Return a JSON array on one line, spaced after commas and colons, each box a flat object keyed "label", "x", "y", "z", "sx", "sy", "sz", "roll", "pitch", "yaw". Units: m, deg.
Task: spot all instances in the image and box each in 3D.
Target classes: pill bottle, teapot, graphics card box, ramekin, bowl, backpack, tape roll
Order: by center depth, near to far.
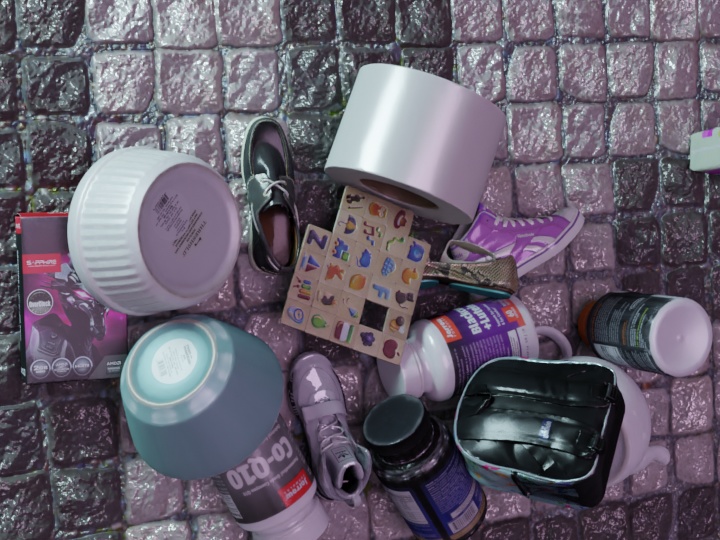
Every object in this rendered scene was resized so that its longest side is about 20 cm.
[{"label": "bowl", "x": -0.200, "y": 0.132, "z": 1.447, "sx": 0.201, "sy": 0.200, "sz": 0.105, "roll": -50, "pitch": 145, "yaw": -14}, {"label": "ramekin", "x": -0.231, "y": -0.045, "z": 1.451, "sx": 0.199, "sy": 0.105, "sz": 0.202, "roll": -2, "pitch": 93, "yaw": -48}, {"label": "graphics card box", "x": -0.343, "y": 0.031, "z": 1.475, "sx": 0.125, "sy": 0.051, "sz": 0.201, "roll": -2, "pitch": 94, "yaw": -24}, {"label": "pill bottle", "x": -0.124, "y": 0.250, "z": 1.543, "sx": 0.114, "sy": 0.114, "sz": 0.201, "roll": -32, "pitch": 104, "yaw": -19}, {"label": "backpack", "x": 0.223, "y": 0.202, "z": 1.563, "sx": 0.151, "sy": 0.199, "sz": 0.178, "roll": 67, "pitch": 37, "yaw": -52}, {"label": "tape roll", "x": 0.069, "y": -0.157, "z": 1.563, "sx": 0.202, "sy": 0.202, "sz": 0.140, "roll": 21, "pitch": 84, "yaw": -23}, {"label": "pill bottle", "x": 0.081, "y": 0.258, "z": 1.605, "sx": 0.112, "sy": 0.112, "sz": 0.201, "roll": -40, "pitch": 126, "yaw": -17}, {"label": "pill bottle", "x": 0.127, "y": 0.108, "z": 1.647, "sx": 0.199, "sy": 0.111, "sz": 0.112, "roll": -17, "pitch": 99, "yaw": -22}, {"label": "pill bottle", "x": 0.382, "y": 0.083, "z": 1.707, "sx": 0.106, "sy": 0.200, "sz": 0.107, "roll": -1, "pitch": 94, "yaw": -23}, {"label": "teapot", "x": 0.317, "y": 0.191, "z": 1.715, "sx": 0.146, "sy": 0.196, "sz": 0.201, "roll": -40, "pitch": 131, "yaw": -49}]

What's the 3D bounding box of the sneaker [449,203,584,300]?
[{"label": "sneaker", "x": 0.212, "y": -0.058, "z": 1.700, "sx": 0.200, "sy": 0.073, "sz": 0.115, "roll": -33, "pitch": 101, "yaw": -19}]

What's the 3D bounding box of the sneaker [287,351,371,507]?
[{"label": "sneaker", "x": -0.035, "y": 0.204, "z": 1.577, "sx": 0.075, "sy": 0.115, "sz": 0.201, "roll": -13, "pitch": 97, "yaw": -18}]

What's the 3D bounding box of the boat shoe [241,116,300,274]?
[{"label": "boat shoe", "x": -0.108, "y": -0.095, "z": 1.563, "sx": 0.071, "sy": 0.068, "sz": 0.201, "roll": -4, "pitch": 92, "yaw": -21}]

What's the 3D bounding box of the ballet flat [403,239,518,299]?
[{"label": "ballet flat", "x": 0.110, "y": -0.004, "z": 1.644, "sx": 0.199, "sy": 0.068, "sz": 0.076, "roll": 2, "pitch": 79, "yaw": 1}]

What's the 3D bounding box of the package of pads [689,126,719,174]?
[{"label": "package of pads", "x": 0.599, "y": -0.175, "z": 1.790, "sx": 0.154, "sy": 0.200, "sz": 0.069, "roll": 5, "pitch": 85, "yaw": -24}]

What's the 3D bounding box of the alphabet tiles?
[{"label": "alphabet tiles", "x": 0.000, "y": 0.000, "z": 1.575, "sx": 0.166, "sy": 0.008, "sz": 0.201, "roll": 21, "pitch": 72, "yaw": -16}]
